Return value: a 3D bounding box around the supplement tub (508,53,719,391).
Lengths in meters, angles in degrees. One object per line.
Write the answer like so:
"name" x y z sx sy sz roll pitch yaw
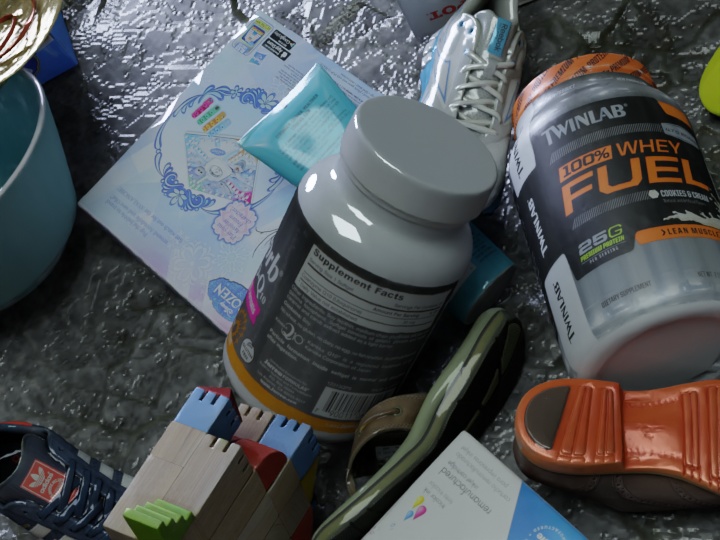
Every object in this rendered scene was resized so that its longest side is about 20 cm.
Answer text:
"supplement tub" 0.162 -0.028 1.071 0.122 0.123 0.201 -21 56 10

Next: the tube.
"tube" 0.014 -0.048 1.148 0.200 0.050 0.077 43 78 14

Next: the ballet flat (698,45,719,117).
"ballet flat" 0.301 -0.177 1.131 0.199 0.067 0.067 -33 56 2

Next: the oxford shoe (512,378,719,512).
"oxford shoe" 0.188 0.108 1.022 0.198 0.073 0.072 9 59 6

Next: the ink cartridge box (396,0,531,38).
"ink cartridge box" 0.068 -0.272 1.201 0.144 0.200 0.085 -18 54 12

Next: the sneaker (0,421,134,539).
"sneaker" -0.187 0.152 1.137 0.199 0.085 0.075 17 69 29

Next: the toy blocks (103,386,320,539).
"toy blocks" -0.073 0.145 1.040 0.099 0.201 0.137 15 57 29

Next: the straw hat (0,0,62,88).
"straw hat" -0.294 -0.163 1.238 0.199 0.085 0.203 -5 59 9

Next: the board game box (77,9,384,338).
"board game box" -0.070 -0.062 1.234 0.199 0.043 0.200 -47 56 -8

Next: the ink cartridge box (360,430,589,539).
"ink cartridge box" 0.040 0.210 1.020 0.200 0.067 0.116 -47 56 -7

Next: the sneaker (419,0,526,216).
"sneaker" 0.074 -0.123 1.148 0.074 0.087 0.201 16 46 -11

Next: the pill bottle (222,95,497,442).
"pill bottle" 0.000 0.000 1.070 0.117 0.116 0.201 53 130 35

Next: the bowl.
"bowl" -0.285 -0.043 1.260 0.199 0.105 0.202 -19 43 19

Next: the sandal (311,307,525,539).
"sandal" 0.032 0.104 1.081 0.057 0.080 0.201 26 65 27

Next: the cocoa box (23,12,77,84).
"cocoa box" -0.330 -0.237 1.387 0.133 0.131 0.201 -27 56 7
